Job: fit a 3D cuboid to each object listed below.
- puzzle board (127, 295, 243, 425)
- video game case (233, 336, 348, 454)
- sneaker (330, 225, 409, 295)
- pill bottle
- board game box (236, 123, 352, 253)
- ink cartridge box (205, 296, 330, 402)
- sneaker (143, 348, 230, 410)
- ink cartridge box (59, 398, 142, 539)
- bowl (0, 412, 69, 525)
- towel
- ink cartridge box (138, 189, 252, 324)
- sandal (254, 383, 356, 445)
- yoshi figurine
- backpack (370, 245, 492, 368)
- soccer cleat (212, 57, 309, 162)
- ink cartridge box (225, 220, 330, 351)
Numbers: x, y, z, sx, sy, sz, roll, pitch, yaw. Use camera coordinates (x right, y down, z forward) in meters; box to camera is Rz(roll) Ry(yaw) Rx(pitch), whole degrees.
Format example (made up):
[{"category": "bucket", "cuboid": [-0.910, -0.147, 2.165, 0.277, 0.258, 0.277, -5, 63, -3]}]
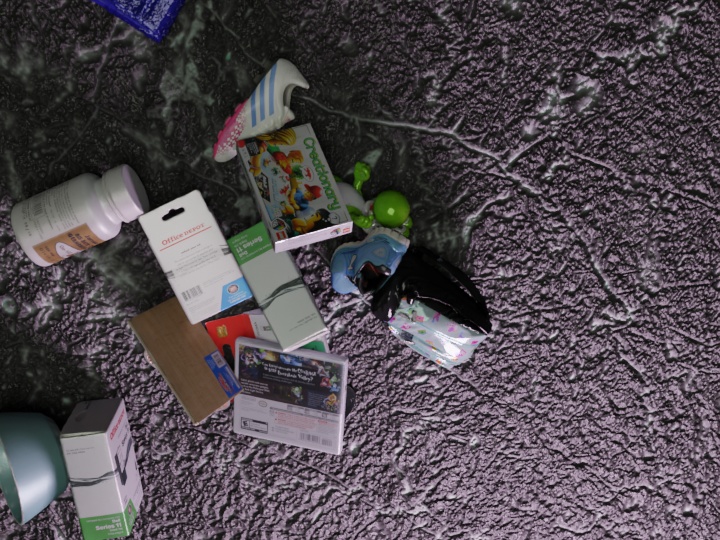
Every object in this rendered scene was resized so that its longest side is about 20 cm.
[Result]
[{"category": "puzzle board", "cuboid": [-0.289, 0.145, 1.717, 0.017, 0.151, 0.200, -33, 90, 28]}, {"category": "video game case", "cuboid": [-0.122, 0.214, 1.775, 0.199, 0.023, 0.182, 10, 112, 14]}, {"category": "sneaker", "cuboid": [0.000, 0.000, 1.674, 0.078, 0.090, 0.200, 28, 150, -16]}, {"category": "pill bottle", "cuboid": [-0.453, -0.094, 1.685, 0.199, 0.114, 0.115, -23, 105, 8]}, {"category": "board game box", "cuboid": [-0.105, -0.131, 1.614, 0.126, 0.035, 0.200, -16, 63, -15]}, {"category": "ink cartridge box", "cuboid": [-0.154, 0.145, 1.786, 0.199, 0.050, 0.161, -14, 106, 3]}, {"category": "sneaker", "cuboid": [-0.289, 0.162, 1.785, 0.071, 0.080, 0.200, -23, 127, 25]}, {"category": "ink cartridge box", "cuboid": [-0.446, 0.340, 1.792, 0.083, 0.147, 0.201, -8, 108, 1]}, {"category": "bowl", "cuboid": [-0.570, 0.326, 1.793, 0.105, 0.201, 0.201, -18, 109, -28]}, {"category": "towel", "cuboid": [-0.363, -0.465, 1.604, 0.200, 0.050, 0.148, 32, 106, -8]}, {"category": "ink cartridge box", "cuboid": [-0.274, -0.028, 1.717, 0.116, 0.068, 0.200, -25, 105, -2]}, {"category": "sandal", "cuboid": [-0.096, 0.261, 1.817, 0.200, 0.048, 0.075, -25, 104, 10]}, {"category": "yoshi figurine", "cuboid": [-0.002, -0.114, 1.674, 0.199, 0.112, 0.113, 21, 100, -8]}, {"category": "backpack", "cuboid": [0.117, 0.065, 1.709, 0.200, 0.167, 0.127, 32, 123, -13]}, {"category": "soccer cleat", "cuboid": [-0.159, -0.243, 1.652, 0.086, 0.070, 0.200, 36, 103, 0]}, {"category": "ink cartridge box", "cuboid": [-0.130, 0.028, 1.665, 0.083, 0.147, 0.200, -28, 86, -3]}]
